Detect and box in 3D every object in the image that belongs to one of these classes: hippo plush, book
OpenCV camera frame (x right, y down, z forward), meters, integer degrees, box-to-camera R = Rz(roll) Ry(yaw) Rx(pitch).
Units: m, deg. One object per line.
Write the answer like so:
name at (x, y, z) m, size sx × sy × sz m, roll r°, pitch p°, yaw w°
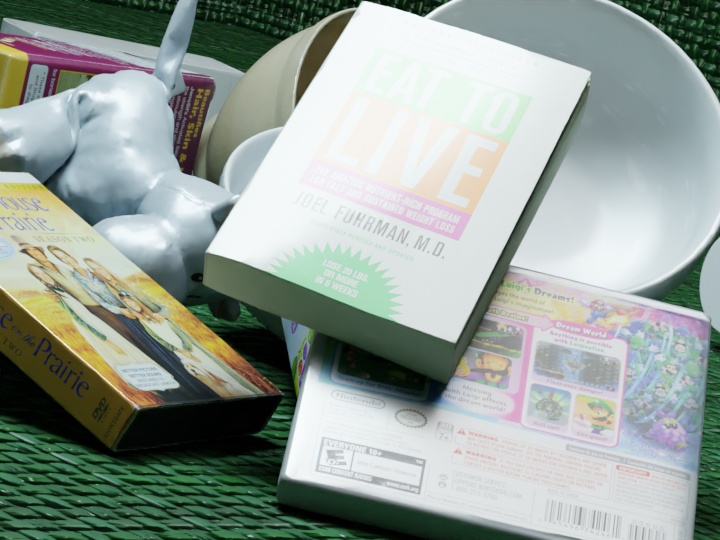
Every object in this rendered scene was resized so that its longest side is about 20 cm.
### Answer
hippo plush at (-0.134, -0.023, 1.731) m, size 0.200 × 0.159 × 0.161 m, roll -31°, pitch 65°, yaw -29°
book at (0.021, -0.044, 1.503) m, size 0.134 × 0.048 × 0.200 m, roll 21°, pitch 50°, yaw 9°

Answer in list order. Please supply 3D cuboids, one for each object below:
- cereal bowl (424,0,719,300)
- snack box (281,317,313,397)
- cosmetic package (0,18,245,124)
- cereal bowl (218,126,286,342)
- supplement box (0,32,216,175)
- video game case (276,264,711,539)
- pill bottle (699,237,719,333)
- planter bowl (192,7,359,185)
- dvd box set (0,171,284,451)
cereal bowl at (0.098, -0.051, 1.613) m, size 0.200 × 0.200 × 0.083 m, roll 13°, pitch -32°, yaw -3°
snack box at (0.045, 0.029, 1.649) m, size 0.169 × 0.068 × 0.200 m, roll 12°, pitch 30°, yaw -15°
cosmetic package at (-0.202, -0.135, 2.425) m, size 0.200 × 0.107 × 0.090 m, roll 12°, pitch 9°, yaw -26°
cereal bowl at (0.000, 0.000, 1.813) m, size 0.200 × 0.083 × 0.200 m, roll 15°, pitch 32°, yaw -10°
supplement box at (-0.211, -0.088, 1.997) m, size 0.103 × 0.131 × 0.200 m, roll 20°, pitch 10°, yaw 39°
video game case at (0.070, 0.066, 1.456) m, size 0.200 × 0.024 × 0.182 m, roll 13°, pitch 43°, yaw -1°
pill bottle at (0.362, 0.019, 2.287) m, size 0.200 × 0.112 × 0.112 m, roll 8°, pitch 10°, yaw -37°
planter bowl at (-0.030, -0.069, 2.059) m, size 0.135 × 0.200 × 0.200 m, roll -15°, pitch -12°, yaw 38°
dvd box set at (-0.149, 0.017, 1.510) m, size 0.200 × 0.029 × 0.146 m, roll 40°, pitch 18°, yaw 23°
